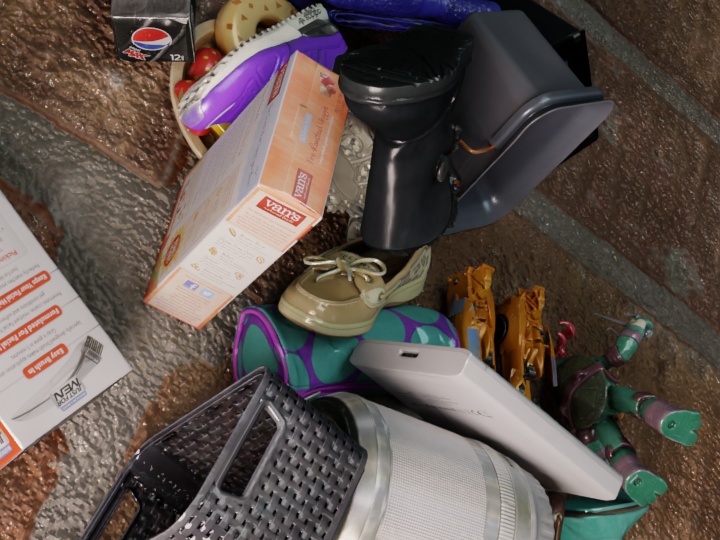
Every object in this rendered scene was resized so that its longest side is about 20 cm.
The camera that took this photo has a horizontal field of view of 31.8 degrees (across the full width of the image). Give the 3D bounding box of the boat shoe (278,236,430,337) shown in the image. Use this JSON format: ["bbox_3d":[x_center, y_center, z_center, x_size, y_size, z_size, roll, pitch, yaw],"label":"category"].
[{"bbox_3d":[0.000,0.000,1.027,0.073,0.063,0.200,29,25,16],"label":"boat shoe"}]

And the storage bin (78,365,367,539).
[{"bbox_3d":[-0.102,0.167,0.841,0.094,0.200,0.136,40,48,-14],"label":"storage bin"}]

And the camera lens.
[{"bbox_3d":[0.027,0.192,0.962,0.199,0.160,0.161,24,54,-28],"label":"camera lens"}]

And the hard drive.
[{"bbox_3d":[0.100,0.118,0.999,0.200,0.132,0.027,40,67,-32],"label":"hard drive"}]

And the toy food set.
[{"bbox_3d":[-0.079,-0.146,1.137,0.198,0.049,0.200,48,46,-9],"label":"toy food set"}]

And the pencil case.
[{"bbox_3d":[-0.011,0.073,1.049,0.199,0.085,0.093,0,52,-39],"label":"pencil case"}]

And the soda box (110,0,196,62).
[{"bbox_3d":[-0.178,-0.280,1.102,0.070,0.063,0.201,0,63,-6],"label":"soda box"}]

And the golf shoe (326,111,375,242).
[{"bbox_3d":[0.003,-0.091,1.111,0.200,0.078,0.098,62,29,-53],"label":"golf shoe"}]

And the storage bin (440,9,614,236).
[{"bbox_3d":[0.113,-0.145,1.205,0.145,0.200,0.135,-14,65,-43],"label":"storage bin"}]

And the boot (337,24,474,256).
[{"bbox_3d":[0.033,-0.087,0.958,0.076,0.169,0.200,13,23,15],"label":"boot"}]

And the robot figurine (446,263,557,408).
[{"bbox_3d":[0.130,0.101,1.166,0.144,0.058,0.201,19,56,-33],"label":"robot figurine"}]

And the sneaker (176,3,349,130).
[{"bbox_3d":[-0.064,-0.151,1.069,0.100,0.069,0.200,54,46,-6],"label":"sneaker"}]

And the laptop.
[{"bbox_3d":[0.159,-0.212,1.395,0.187,0.115,0.201,-32,118,-44],"label":"laptop"}]

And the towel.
[{"bbox_3d":[0.019,-0.256,1.224,0.199,0.147,0.050,3,103,-34],"label":"towel"}]

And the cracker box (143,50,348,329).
[{"bbox_3d":[-0.087,-0.057,0.974,0.057,0.200,0.135,27,52,-19],"label":"cracker box"}]

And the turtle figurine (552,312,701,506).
[{"bbox_3d":[0.235,0.125,1.203,0.100,0.151,0.200,2,24,-21],"label":"turtle figurine"}]

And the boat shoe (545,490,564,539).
[{"bbox_3d":[0.143,0.280,1.038,0.071,0.072,0.201,3,81,-15],"label":"boat shoe"}]

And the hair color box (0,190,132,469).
[{"bbox_3d":[-0.266,0.026,0.880,0.200,0.064,0.111,53,44,-1],"label":"hair color box"}]

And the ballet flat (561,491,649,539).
[{"bbox_3d":[0.183,0.242,1.140,0.199,0.067,0.071,2,87,-37],"label":"ballet flat"}]
